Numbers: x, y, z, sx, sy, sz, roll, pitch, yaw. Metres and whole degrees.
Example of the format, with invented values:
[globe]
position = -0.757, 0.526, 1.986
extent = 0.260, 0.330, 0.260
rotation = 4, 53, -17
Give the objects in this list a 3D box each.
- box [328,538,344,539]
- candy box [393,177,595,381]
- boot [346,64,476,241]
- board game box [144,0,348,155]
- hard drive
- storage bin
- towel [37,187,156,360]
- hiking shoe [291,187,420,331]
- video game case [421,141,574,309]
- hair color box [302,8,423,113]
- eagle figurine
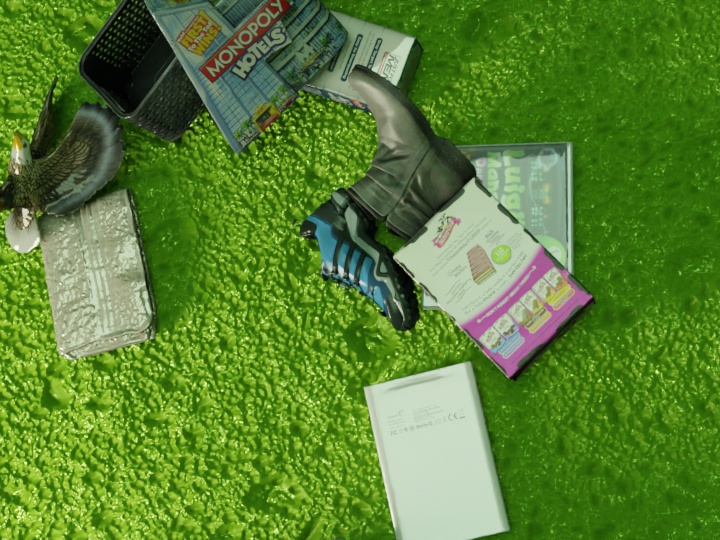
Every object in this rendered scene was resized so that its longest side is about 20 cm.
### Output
[box]
position = -0.086, 0.414, 1.593
extent = 0.171, 0.199, 0.200
rotation = -18, 78, 8
[candy box]
position = 0.155, 0.011, 1.668
extent = 0.136, 0.061, 0.200
rotation = -43, 76, 2
[boot]
position = 0.028, -0.136, 1.695
extent = 0.132, 0.070, 0.200
rotation = -45, 91, 1
[board game box]
position = -0.144, -0.276, 1.683
extent = 0.200, 0.200, 0.062
rotation = -44, 31, 5
[hard drive]
position = 0.089, 0.220, 1.682
extent = 0.132, 0.025, 0.201
rotation = -14, 77, 9
[storage bin]
position = -0.236, -0.279, 1.780
extent = 0.200, 0.094, 0.135
rotation = -52, 57, 10
[towel]
position = -0.332, 0.006, 1.806
extent = 0.132, 0.034, 0.200
rotation = -16, 77, 8
[hiking shoe]
position = 0.000, 0.000, 1.726
extent = 0.087, 0.074, 0.200
rotation = -36, 65, 11
[video game case]
position = 0.164, -0.053, 1.720
extent = 0.181, 0.023, 0.201
rotation = -1, 79, 11
[hair color box]
position = -0.034, -0.265, 1.780
extent = 0.200, 0.061, 0.100
rotation = 20, 87, 15
[eagle figurine]
position = -0.401, -0.134, 1.793
extent = 0.200, 0.151, 0.152
rotation = -43, 96, -27
